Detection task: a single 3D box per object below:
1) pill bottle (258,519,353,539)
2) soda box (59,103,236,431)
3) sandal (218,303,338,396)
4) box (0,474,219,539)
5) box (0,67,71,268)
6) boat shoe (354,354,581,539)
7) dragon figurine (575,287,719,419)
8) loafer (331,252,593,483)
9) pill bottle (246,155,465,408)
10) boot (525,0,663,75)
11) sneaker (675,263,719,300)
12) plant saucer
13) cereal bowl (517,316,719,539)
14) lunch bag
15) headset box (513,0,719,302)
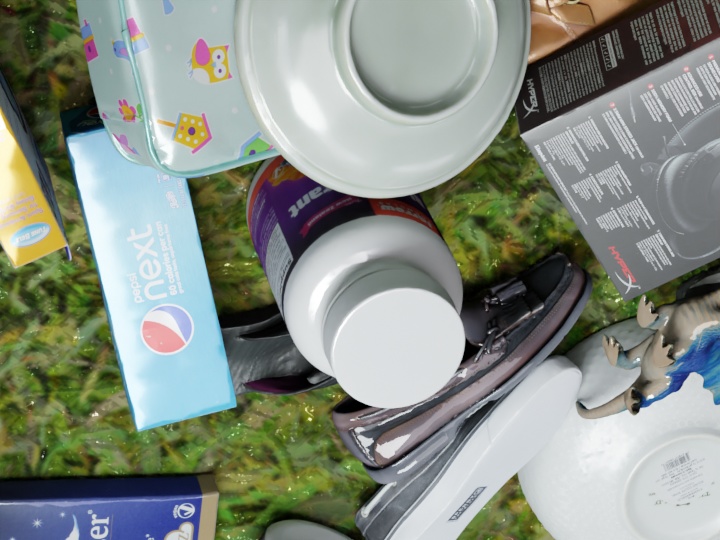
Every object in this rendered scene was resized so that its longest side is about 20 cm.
[{"bbox_3d":[-0.062,0.280,1.798,0.106,0.106,0.200,20,112,-23],"label":"pill bottle"},{"bbox_3d":[-0.133,-0.007,1.628,0.068,0.064,0.200,-14,109,-6],"label":"soda box"},{"bbox_3d":[-0.047,0.056,1.712,0.200,0.048,0.075,-15,121,-6],"label":"sandal"},{"bbox_3d":[-0.200,0.198,1.761,0.200,0.032,0.121,0,118,-13],"label":"box"},{"bbox_3d":[-0.226,-0.094,1.543,0.041,0.119,0.200,-21,120,-2],"label":"box"},{"bbox_3d":[0.069,0.121,1.766,0.072,0.068,0.200,3,132,-53],"label":"boat shoe"},{"bbox_3d":[0.215,0.053,1.679,0.099,0.059,0.200,-6,148,-26],"label":"dragon figurine"},{"bbox_3d":[0.067,0.055,1.720,0.200,0.072,0.063,-43,114,-2],"label":"loafer"},{"bbox_3d":[0.000,0.000,1.605,0.111,0.200,0.112,-6,119,-12],"label":"pill bottle"},{"bbox_3d":[0.153,-0.192,1.624,0.200,0.077,0.155,-32,117,12],"label":"boot"},{"bbox_3d":[0.309,0.030,1.722,0.200,0.074,0.079,6,87,-1],"label":"sneaker"},{"bbox_3d":[0.025,-0.141,1.523,0.200,0.050,0.200,-4,98,-29],"label":"plant saucer"},{"bbox_3d":[0.213,0.133,1.803,0.200,0.083,0.200,-6,120,-10],"label":"cereal bowl"},{"bbox_3d":[-0.083,-0.158,1.535,0.160,0.077,0.200,-18,104,-26],"label":"lunch bag"},{"bbox_3d":[0.215,-0.092,1.600,0.200,0.077,0.149,-27,123,14],"label":"headset box"}]
